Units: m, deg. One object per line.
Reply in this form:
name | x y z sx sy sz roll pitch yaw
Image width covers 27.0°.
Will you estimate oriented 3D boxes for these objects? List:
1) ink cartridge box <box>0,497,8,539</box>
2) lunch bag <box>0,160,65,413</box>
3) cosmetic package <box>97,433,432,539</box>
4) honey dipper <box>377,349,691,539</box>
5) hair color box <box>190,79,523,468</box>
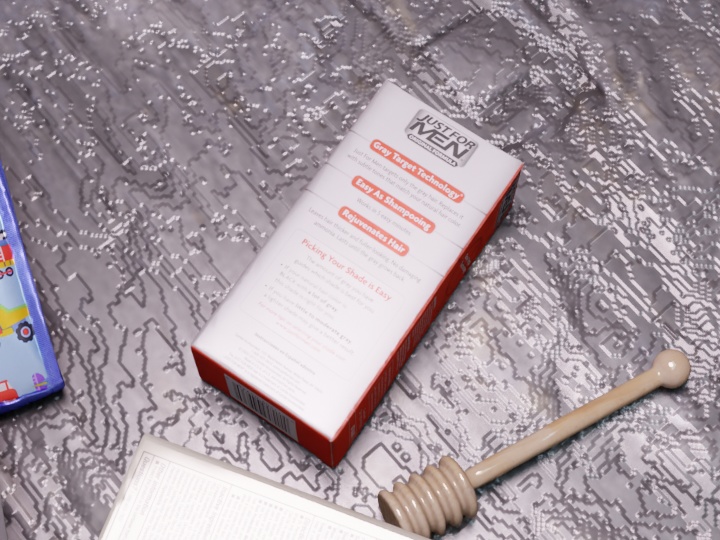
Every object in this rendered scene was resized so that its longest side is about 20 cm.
ink cartridge box | -0.288 0.146 0.774 0.197 0.084 0.147 -11 85 -5
lunch bag | -0.263 0.011 0.855 0.149 0.094 0.202 -17 78 -10
cosmetic package | -0.040 0.173 0.790 0.198 0.071 0.106 21 68 8
honey dipper | 0.104 0.097 0.845 0.198 0.038 0.038 -25 70 -14
hair color box | 0.000 0.000 0.868 0.101 0.061 0.201 32 72 12
